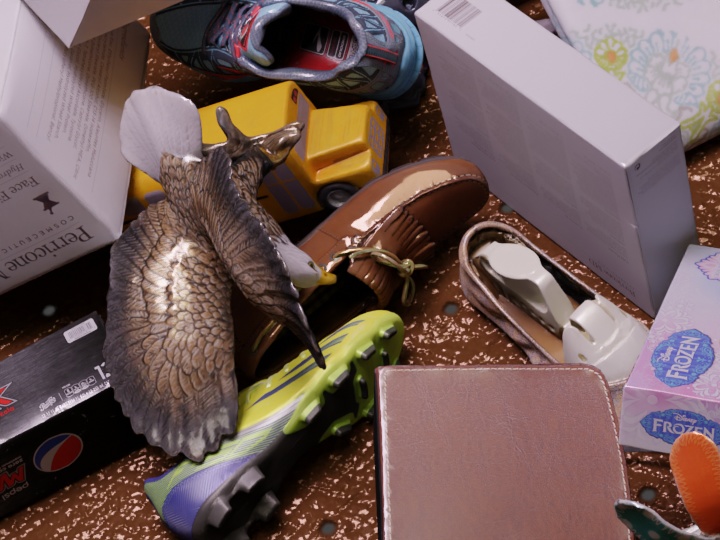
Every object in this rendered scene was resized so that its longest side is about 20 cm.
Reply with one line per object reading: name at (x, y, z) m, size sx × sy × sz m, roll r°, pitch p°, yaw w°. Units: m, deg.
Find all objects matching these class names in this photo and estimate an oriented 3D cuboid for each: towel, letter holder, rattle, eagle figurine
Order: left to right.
eagle figurine at (-0.082, -0.008, 1.527) m, size 0.150 × 0.152 × 0.201 m, roll 2°, pitch 44°, yaw 9°
letter holder at (0.081, 0.163, 1.420) m, size 0.141 × 0.101 × 0.201 m, roll -2°, pitch 62°, yaw -1°
towel at (0.210, -0.188, 1.670) m, size 0.171 × 0.048 × 0.201 m, roll -27°, pitch 83°, yaw -6°
rattle at (0.213, 0.193, 1.313) m, size 0.130 × 0.200 × 0.143 m, roll -13°, pitch 50°, yaw 4°

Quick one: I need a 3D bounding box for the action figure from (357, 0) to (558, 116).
action figure at (0.053, -0.209, 1.747) m, size 0.192 × 0.105 × 0.201 m, roll -3°, pitch 54°, yaw 0°

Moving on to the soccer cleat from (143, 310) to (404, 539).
soccer cleat at (-0.053, 0.087, 1.559) m, size 0.084 × 0.065 × 0.200 m, roll 30°, pitch 64°, yaw 35°

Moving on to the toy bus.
toy bus at (-0.082, -0.070, 1.669) m, size 0.199 × 0.078 × 0.065 m, roll -15°, pitch 47°, yaw 24°

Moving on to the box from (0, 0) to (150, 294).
box at (-0.261, -0.092, 1.665) m, size 0.198 × 0.131 × 0.201 m, roll -24°, pitch 40°, yaw 26°

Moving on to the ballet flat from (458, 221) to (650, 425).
ballet flat at (0.128, 0.034, 1.551) m, size 0.068 × 0.067 × 0.200 m, roll -41°, pitch 54°, yaw -18°

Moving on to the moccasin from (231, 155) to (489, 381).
moccasin at (0.000, -0.001, 1.608) m, size 0.201 × 0.074 × 0.078 m, roll -32°, pitch 51°, yaw -10°

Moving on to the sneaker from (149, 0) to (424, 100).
sneaker at (-0.061, -0.165, 1.675) m, size 0.199 × 0.095 × 0.080 m, roll 9°, pitch 92°, yaw 24°

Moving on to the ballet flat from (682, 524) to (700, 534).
ballet flat at (0.254, 0.137, 1.444) m, size 0.199 × 0.070 × 0.070 m, roll -27°, pitch 50°, yaw -6°

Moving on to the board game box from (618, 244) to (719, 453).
board game box at (0.266, 0.056, 1.448) m, size 0.198 × 0.041 × 0.200 m, roll 9°, pitch 26°, yaw 14°

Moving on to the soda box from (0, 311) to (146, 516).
soda box at (-0.234, 0.110, 1.582) m, size 0.199 × 0.071 × 0.063 m, roll -27°, pitch 51°, yaw -7°

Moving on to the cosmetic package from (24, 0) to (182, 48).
cosmetic package at (-0.140, -0.215, 1.641) m, size 0.083 × 0.051 × 0.200 m, roll 45°, pitch 44°, yaw 17°

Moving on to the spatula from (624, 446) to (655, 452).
spatula at (0.166, 0.106, 1.504) m, size 0.199 × 0.057 × 0.021 m, roll -6°, pitch 22°, yaw 20°

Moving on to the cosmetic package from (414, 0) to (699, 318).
cosmetic package at (0.126, -0.079, 1.589) m, size 0.052 × 0.151 × 0.200 m, roll -37°, pitch 53°, yaw -18°
